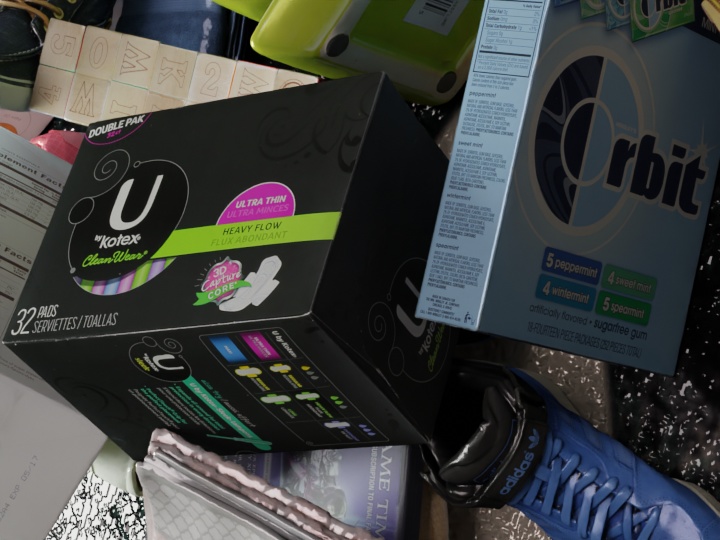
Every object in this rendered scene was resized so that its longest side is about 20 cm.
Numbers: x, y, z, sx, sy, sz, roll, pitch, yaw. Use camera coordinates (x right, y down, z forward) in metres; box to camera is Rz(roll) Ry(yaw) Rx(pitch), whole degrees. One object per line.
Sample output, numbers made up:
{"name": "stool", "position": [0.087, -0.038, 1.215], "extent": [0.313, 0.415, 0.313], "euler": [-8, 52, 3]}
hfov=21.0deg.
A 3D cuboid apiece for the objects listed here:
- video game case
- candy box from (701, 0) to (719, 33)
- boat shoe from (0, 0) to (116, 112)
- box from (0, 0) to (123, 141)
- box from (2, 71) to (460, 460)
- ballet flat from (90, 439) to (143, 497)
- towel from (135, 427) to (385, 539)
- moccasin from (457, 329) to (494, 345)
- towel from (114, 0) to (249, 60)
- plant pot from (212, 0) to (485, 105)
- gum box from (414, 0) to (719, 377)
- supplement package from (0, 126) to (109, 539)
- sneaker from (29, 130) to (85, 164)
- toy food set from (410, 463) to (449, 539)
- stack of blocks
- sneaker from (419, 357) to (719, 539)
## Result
{"name": "video game case", "position": [-0.047, 0.133, 1.097], "extent": [0.199, 0.019, 0.145], "euler": [3, 88, 40]}
{"name": "candy box", "position": [0.270, -0.144, 0.918], "extent": [0.200, 0.055, 0.116], "euler": [-43, 55, 28]}
{"name": "boat shoe", "position": [-0.207, -0.157, 1.209], "extent": [0.070, 0.200, 0.092], "euler": [23, 104, 9]}
{"name": "box", "position": [-0.276, -0.172, 1.353], "extent": [0.200, 0.152, 0.107], "euler": [-45, 55, 25]}
{"name": "box", "position": [-0.056, 0.003, 1.011], "extent": [0.198, 0.124, 0.150], "euler": [-7, 52, 34]}
{"name": "ballet flat", "position": [-0.107, 0.061, 1.218], "extent": [0.201, 0.069, 0.070], "euler": [-56, 50, 23]}
{"name": "towel", "position": [-0.033, 0.193, 1.030], "extent": [0.199, 0.032, 0.192], "euler": [24, 137, 25]}
{"name": "moccasin", "position": [0.000, 0.000, 1.121], "extent": [0.199, 0.068, 0.081], "euler": [13, 89, 41]}
{"name": "towel", "position": [-0.112, -0.184, 1.279], "extent": [0.111, 0.048, 0.202], "euler": [5, 85, 42]}
{"name": "plant pot", "position": [0.001, -0.212, 1.090], "extent": [0.182, 0.198, 0.201], "euler": [45, 109, 31]}
{"name": "gum box", "position": [0.115, -0.059, 0.963], "extent": [0.044, 0.169, 0.202], "euler": [12, 89, 43]}
{"name": "supplement package", "position": [-0.219, 0.046, 1.165], "extent": [0.152, 0.150, 0.201], "euler": [-55, 13, 35]}
{"name": "sneaker", "position": [-0.219, -0.003, 1.309], "extent": [0.073, 0.086, 0.202], "euler": [22, 96, 43]}
{"name": "toy food set", "position": [-0.022, 0.145, 1.118], "extent": [0.197, 0.048, 0.203], "euler": [-3, 84, 41]}
{"name": "stack of blocks", "position": [-0.083, -0.096, 1.160], "extent": [0.198, 0.115, 0.059], "euler": [16, 93, 30]}
{"name": "sneaker", "position": [0.101, 0.110, 0.978], "extent": [0.200, 0.111, 0.077], "euler": [44, 109, 38]}
